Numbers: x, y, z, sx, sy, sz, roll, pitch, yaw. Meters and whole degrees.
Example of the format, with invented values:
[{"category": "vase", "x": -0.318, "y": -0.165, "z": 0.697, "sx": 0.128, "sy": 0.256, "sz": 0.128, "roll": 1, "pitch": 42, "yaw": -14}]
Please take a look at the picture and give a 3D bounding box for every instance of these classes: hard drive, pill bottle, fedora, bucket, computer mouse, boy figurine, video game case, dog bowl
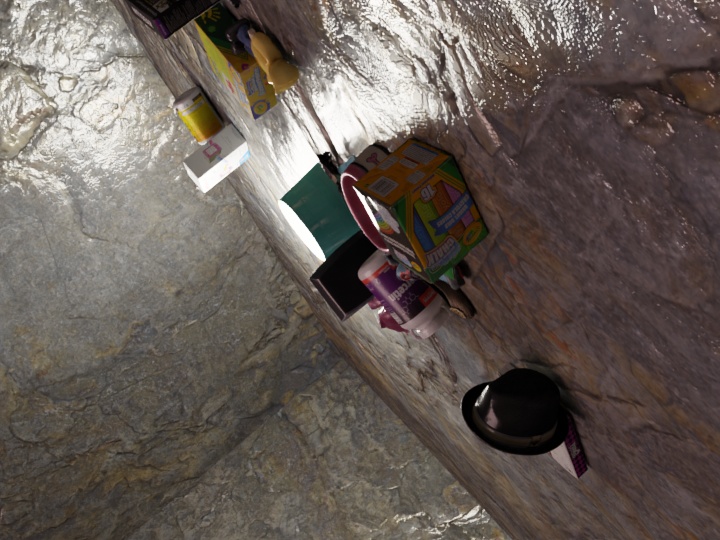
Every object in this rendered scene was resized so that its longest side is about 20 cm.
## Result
[{"category": "hard drive", "x": 0.000, "y": 0.000, "z": 1.741, "sx": 0.136, "sy": 0.200, "sz": 0.042, "roll": 52, "pitch": 161, "yaw": -10}, {"category": "pill bottle", "x": 0.094, "y": 0.042, "z": 1.684, "sx": 0.200, "sy": 0.112, "sz": 0.112, "roll": 48, "pitch": 171, "yaw": -6}, {"category": "fedora", "x": 0.280, "y": 0.232, "z": 1.423, "sx": 0.200, "sy": 0.198, "sz": 0.093, "roll": 44, "pitch": 136, "yaw": 39}, {"category": "bucket", "x": -0.085, "y": -0.131, "z": 1.849, "sx": 0.208, "sy": 0.134, "sz": 0.207, "roll": 50, "pitch": 170, "yaw": 12}, {"category": "computer mouse", "x": -0.021, "y": -0.166, "z": 1.676, "sx": 0.202, "sy": 0.046, "sz": 0.140, "roll": 60, "pitch": -175, "yaw": 16}, {"category": "pill bottle", "x": -0.520, "y": -0.493, "z": 2.649, "sx": 0.201, "sy": 0.109, "sz": 0.109, "roll": 57, "pitch": 169, "yaw": -27}, {"category": "boy figurine", "x": -0.182, "y": -0.403, "z": 1.556, "sx": 0.200, "sy": 0.064, "sz": 0.125, "roll": 50, "pitch": 168, "yaw": 31}, {"category": "video game case", "x": 0.361, "y": 0.298, "z": 1.593, "sx": 0.181, "sy": 0.036, "sz": 0.201, "roll": 43, "pitch": 166, "yaw": 47}, {"category": "dog bowl", "x": 0.038, "y": -0.120, "z": 1.436, "sx": 0.201, "sy": 0.073, "sz": 0.201, "roll": 53, "pitch": 165, "yaw": 21}]

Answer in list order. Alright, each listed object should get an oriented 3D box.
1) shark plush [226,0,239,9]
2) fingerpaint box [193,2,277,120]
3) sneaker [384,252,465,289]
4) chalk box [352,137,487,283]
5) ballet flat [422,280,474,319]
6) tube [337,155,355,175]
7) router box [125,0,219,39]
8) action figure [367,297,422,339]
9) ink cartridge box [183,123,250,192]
[{"category": "shark plush", "x": -0.307, "y": -0.588, "z": 1.584, "sx": 0.198, "sy": 0.092, "sz": 0.083, "roll": 28, "pitch": -176, "yaw": 16}, {"category": "fingerpaint box", "x": -0.265, "y": -0.448, "z": 1.741, "sx": 0.167, "sy": 0.073, "sz": 0.200, "roll": 50, "pitch": 170, "yaw": 15}, {"category": "sneaker", "x": 0.115, "y": -0.004, "z": 1.491, "sx": 0.200, "sy": 0.095, "sz": 0.080, "roll": 39, "pitch": 165, "yaw": 52}, {"category": "chalk box", "x": 0.102, "y": -0.076, "z": 1.230, "sx": 0.125, "sy": 0.124, "sz": 0.201, "roll": 37, "pitch": 163, "yaw": 53}, {"category": "ballet flat", "x": 0.145, "y": 0.028, "z": 1.588, "sx": 0.200, "sy": 0.046, "sz": 0.067, "roll": 46, "pitch": 167, "yaw": 8}, {"category": "tube", "x": 0.024, "y": -0.132, "z": 1.605, "sx": 0.201, "sy": 0.050, "sz": 0.077, "roll": 55, "pitch": 145, "yaw": -5}, {"category": "router box", "x": -0.400, "y": -0.575, "z": 1.699, "sx": 0.200, "sy": 0.149, "sz": 0.051, "roll": 43, "pitch": 167, "yaw": 45}, {"category": "action figure", "x": 0.075, "y": 0.079, "z": 1.861, "sx": 0.149, "sy": 0.134, "sz": 0.201, "roll": 44, "pitch": 170, "yaw": 35}, {"category": "ink cartridge box", "x": -0.460, "y": -0.358, "z": 2.585, "sx": 0.085, "sy": 0.199, "sz": 0.145, "roll": 50, "pitch": 170, "yaw": 8}]
